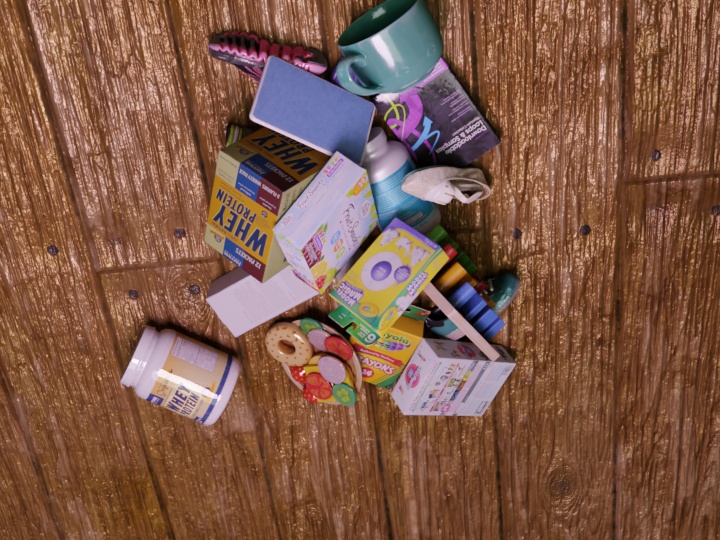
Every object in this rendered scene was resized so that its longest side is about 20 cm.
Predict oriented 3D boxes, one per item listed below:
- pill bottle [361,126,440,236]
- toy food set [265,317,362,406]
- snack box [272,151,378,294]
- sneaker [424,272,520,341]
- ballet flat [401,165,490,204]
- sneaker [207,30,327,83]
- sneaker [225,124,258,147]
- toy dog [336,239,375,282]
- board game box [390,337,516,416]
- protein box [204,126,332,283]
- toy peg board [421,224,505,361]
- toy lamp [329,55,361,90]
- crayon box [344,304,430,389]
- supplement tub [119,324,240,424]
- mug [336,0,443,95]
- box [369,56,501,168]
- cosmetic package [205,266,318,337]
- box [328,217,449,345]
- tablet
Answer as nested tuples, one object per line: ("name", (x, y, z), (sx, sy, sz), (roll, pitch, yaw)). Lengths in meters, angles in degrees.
("pill bottle", (0.053, -0.149, 1.646), (0.111, 0.111, 0.200), (-24, 116, 14))
("toy food set", (-0.083, 0.179, 1.823), (0.198, 0.049, 0.200), (-9, 112, 37))
("snack box", (-0.052, -0.074, 1.543), (0.068, 0.200, 0.169), (34, 75, 17))
("sneaker", (0.207, 0.059, 1.781), (0.200, 0.071, 0.080), (-38, 116, 21))
("ballet flat", (0.155, -0.144, 1.613), (0.200, 0.062, 0.067), (-10, 150, -43))
("sneaker", (-0.160, -0.335, 1.576), (0.199, 0.079, 0.096), (14, 130, -5))
("sneaker", (-0.196, -0.160, 1.669), (0.081, 0.074, 0.201), (0, 121, -2))
("toy dog", (0.000, 0.000, 1.691), (0.096, 0.200, 0.132), (-45, 126, 12))
("board game box", (0.180, 0.210, 1.823), (0.200, 0.064, 0.148), (7, 123, -35))
("protein box", (-0.135, -0.125, 1.571), (0.135, 0.200, 0.199), (34, 133, 18))
("toy peg board", (0.170, 0.027, 1.624), (0.098, 0.199, 0.200), (-44, 140, 3))
("toy lamp", (-0.042, -0.270, 1.613), (0.058, 0.058, 0.200), (14, 120, -7))
("crayon box", (0.038, 0.136, 1.812), (0.127, 0.051, 0.200), (19, 131, -9))
("supplement tub", (-0.350, 0.200, 1.828), (0.200, 0.145, 0.145), (25, 117, -12))
("mug", (0.043, -0.346, 1.509), (0.185, 0.152, 0.115), (-34, 117, 1))
("box", (0.131, -0.261, 1.626), (0.143, 0.036, 0.200), (-33, 115, 18))
("cosmetic package", (-0.179, 0.031, 1.772), (0.200, 0.071, 0.102), (-27, 115, 15))
("box", (0.037, 0.019, 1.546), (0.200, 0.117, 0.048), (-51, 140, -5))
("tablet", (-0.074, -0.256, 1.522), (0.200, 0.130, 0.014), (22, 153, -18))
